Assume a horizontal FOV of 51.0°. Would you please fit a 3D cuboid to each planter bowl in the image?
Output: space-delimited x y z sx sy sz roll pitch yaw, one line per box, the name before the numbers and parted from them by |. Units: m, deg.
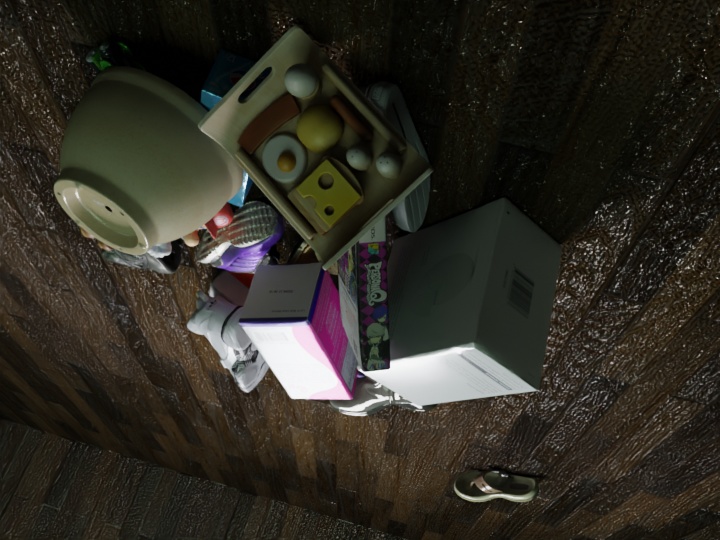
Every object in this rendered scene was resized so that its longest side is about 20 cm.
planter bowl | -0.251 -0.103 0.842 0.200 0.135 0.200 23 152 13

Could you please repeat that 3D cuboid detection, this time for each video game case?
video game case | 0.000 0.000 0.870 0.036 0.182 0.200 -4 -170 -7

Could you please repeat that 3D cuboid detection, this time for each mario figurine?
mario figurine | -0.269 -0.057 1.019 0.199 0.123 0.106 -9 108 7

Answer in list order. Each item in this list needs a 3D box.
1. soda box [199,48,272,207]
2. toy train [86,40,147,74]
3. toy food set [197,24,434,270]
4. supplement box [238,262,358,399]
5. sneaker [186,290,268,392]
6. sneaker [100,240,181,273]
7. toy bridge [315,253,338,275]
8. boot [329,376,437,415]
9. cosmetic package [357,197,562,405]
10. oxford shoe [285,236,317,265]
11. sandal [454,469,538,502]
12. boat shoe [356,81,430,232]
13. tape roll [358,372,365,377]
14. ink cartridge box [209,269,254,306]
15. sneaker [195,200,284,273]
soda box | -0.149 -0.158 0.878 0.068 0.064 0.200 20 151 -5
toy train | -0.254 -0.193 0.904 0.056 0.042 0.200 12 152 33
toy food set | -0.046 -0.119 0.736 0.200 0.143 0.060 49 -171 10
supplement box | -0.076 0.090 1.060 0.101 0.104 0.200 -2 139 19
sneaker | -0.217 0.113 1.252 0.115 0.075 0.200 29 145 25
sneaker | -0.366 -0.060 1.160 0.114 0.076 0.200 2 154 14
toy bridge | -0.034 -0.032 1.028 0.027 0.067 0.200 4 148 24
boot | 0.019 0.166 1.188 0.199 0.068 0.131 -8 138 27
cosmetic package | 0.123 0.046 0.937 0.123 0.200 0.200 35 147 -29
oxford shoe | -0.077 0.006 1.094 0.071 0.071 0.200 24 138 0
sandal | 0.312 0.490 1.752 0.200 0.080 0.057 -8 125 29
boat shoe | 0.027 -0.127 0.841 0.071 0.072 0.200 11 141 29
tape roll | 0.038 0.108 1.216 0.199 0.085 0.200 14 151 8
ink cartridge box | -0.160 0.071 1.239 0.200 0.044 0.174 38 153 7
sneaker | -0.150 -0.039 1.093 0.099 0.070 0.200 28 155 -31
